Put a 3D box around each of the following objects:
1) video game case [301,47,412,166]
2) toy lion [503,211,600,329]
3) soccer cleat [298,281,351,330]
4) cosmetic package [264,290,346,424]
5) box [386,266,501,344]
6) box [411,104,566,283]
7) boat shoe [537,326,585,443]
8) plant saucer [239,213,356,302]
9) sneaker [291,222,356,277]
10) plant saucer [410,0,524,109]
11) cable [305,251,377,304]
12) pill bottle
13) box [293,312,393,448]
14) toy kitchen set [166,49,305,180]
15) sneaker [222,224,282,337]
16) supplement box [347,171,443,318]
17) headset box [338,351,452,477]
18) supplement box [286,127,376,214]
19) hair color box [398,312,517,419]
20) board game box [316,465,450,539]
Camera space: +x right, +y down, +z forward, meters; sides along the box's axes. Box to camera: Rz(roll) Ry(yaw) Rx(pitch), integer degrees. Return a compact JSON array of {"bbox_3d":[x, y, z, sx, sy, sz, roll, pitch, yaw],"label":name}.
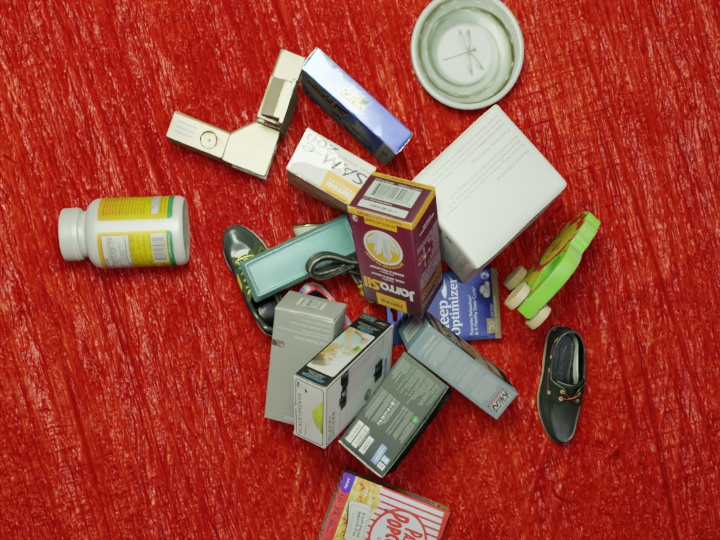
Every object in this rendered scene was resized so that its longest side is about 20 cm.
[{"bbox_3d":[-0.011,-0.259,1.398,0.199,0.181,0.046,42,87,-4],"label":"video game case"},{"bbox_3d":[0.323,-0.013,1.426,0.068,0.200,0.192,40,106,-2],"label":"toy lion"},{"bbox_3d":[-0.034,0.103,1.450,0.066,0.076,0.201,-39,93,-4],"label":"soccer cleat"},{"bbox_3d":[-0.090,0.147,1.400,0.104,0.090,0.205,10,109,10],"label":"cosmetic package"},{"bbox_3d":[0.143,0.063,1.488,0.195,0.032,0.124,-4,91,-4],"label":"box"},{"bbox_3d":[0.193,-0.115,1.395,0.200,0.199,0.172,-42,84,-5],"label":"box"},{"bbox_3d":[0.351,0.201,1.492,0.072,0.063,0.207,2,91,-7],"label":"boat shoe"},{"bbox_3d":[-0.095,-0.022,1.398,0.197,0.019,0.071,-25,90,-10],"label":"plant saucer"},{"bbox_3d":[-0.018,-0.035,1.460,0.195,0.067,0.092,-2,96,-3],"label":"sneaker"},{"bbox_3d":[0.180,-0.375,1.480,0.195,0.050,0.205,0,90,-5],"label":"plant saucer"},{"bbox_3d":[0.000,0.000,1.408,0.097,0.198,0.051,-49,56,17],"label":"cable"},{"bbox_3d":[-0.381,-0.061,1.401,0.195,0.113,0.116,-3,90,-5],"label":"pill bottle"},{"bbox_3d":[-0.025,0.168,1.339,0.059,0.199,0.119,19,124,26],"label":"box"},{"bbox_3d":[-0.198,-0.279,1.391,0.177,0.163,0.204,20,88,-5],"label":"toy kitchen set"},{"bbox_3d":[-0.170,0.015,1.434,0.073,0.085,0.203,-27,92,-5],"label":"sneaker"},{"bbox_3d":[0.057,-0.037,1.310,0.108,0.202,0.086,17,51,25],"label":"supplement box"},{"bbox_3d":[0.063,0.236,1.403,0.092,0.200,0.175,37,86,12],"label":"headset box"},{"bbox_3d":[-0.050,-0.154,1.386,0.124,0.200,0.075,29,88,-5],"label":"supplement box"},{"bbox_3d":[0.161,0.152,1.433,0.199,0.099,0.061,38,99,-16],"label":"hair color box"},{"bbox_3d":[0.036,0.444,1.472,0.196,0.046,0.155,21,89,-5],"label":"board game box"}]
